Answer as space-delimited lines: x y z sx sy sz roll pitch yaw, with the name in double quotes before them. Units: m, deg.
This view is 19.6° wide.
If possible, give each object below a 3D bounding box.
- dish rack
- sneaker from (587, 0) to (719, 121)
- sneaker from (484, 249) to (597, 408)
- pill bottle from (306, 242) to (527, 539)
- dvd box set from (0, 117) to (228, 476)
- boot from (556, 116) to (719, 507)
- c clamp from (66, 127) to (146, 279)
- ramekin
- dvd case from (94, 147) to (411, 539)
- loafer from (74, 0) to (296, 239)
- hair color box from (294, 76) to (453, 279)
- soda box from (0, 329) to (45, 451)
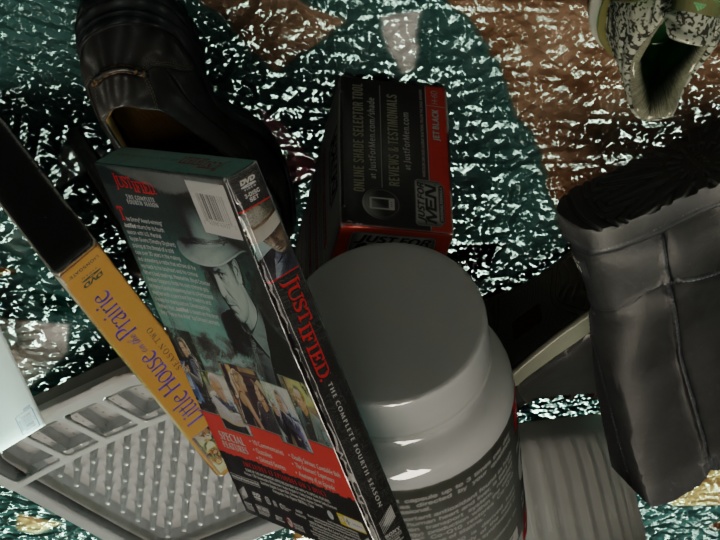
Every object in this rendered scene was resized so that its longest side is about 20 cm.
"dish rack" -0.128 0.115 1.326 0.172 0.044 0.200 -26 136 29
"sneaker" 0.158 -0.143 0.940 0.077 0.089 0.200 5 142 -6
"sneaker" 0.125 0.056 1.216 0.106 0.075 0.200 32 132 -30
"pill bottle" 0.024 0.083 1.056 0.114 0.114 0.200 -4 143 5
"dvd box set" -0.137 0.010 1.109 0.029 0.146 0.200 -38 138 -5
"boot" 0.199 0.021 1.119 0.165 0.066 0.200 -19 124 -1
"c clamp" -0.091 0.015 1.105 0.027 0.171 0.200 -32 133 0
"ramekin" 0.074 0.149 1.264 0.200 0.105 0.200 -8 174 -1
"dvd case" -0.051 0.038 0.974 0.146 0.022 0.200 10 127 60
"loafer" -0.090 -0.055 1.072 0.073 0.072 0.200 -16 141 19
"hair color box" 0.000 0.000 1.123 0.061 0.102 0.200 5 144 -8
"soda box" -0.242 0.030 1.174 0.064 0.068 0.200 -31 145 -15
